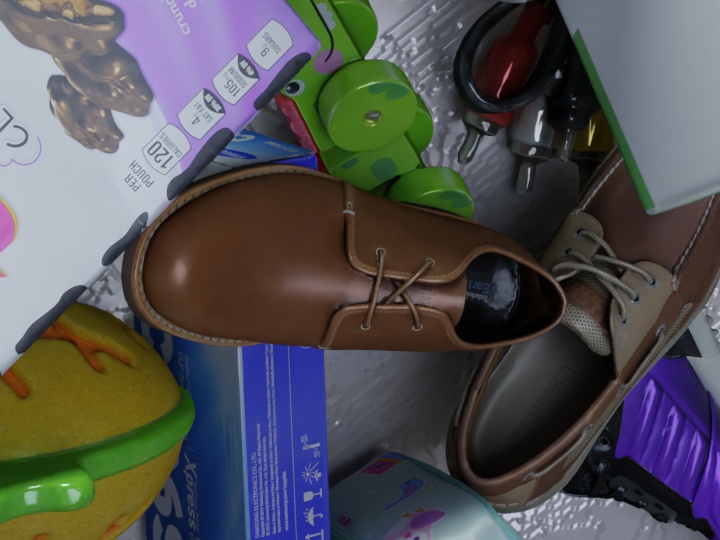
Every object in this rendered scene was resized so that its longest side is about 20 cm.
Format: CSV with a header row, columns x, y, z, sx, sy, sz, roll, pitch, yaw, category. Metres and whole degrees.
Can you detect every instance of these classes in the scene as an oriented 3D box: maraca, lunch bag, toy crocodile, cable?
x,y,z,sx,sy,sz,roll,pitch,yaw,category
-0.138,0.067,0.851,0.136,0.200,0.108,-6,99,11,maraca
0.048,0.183,0.976,0.077,0.160,0.201,-32,107,-16,lunch bag
-0.003,-0.058,0.915,0.062,0.068,0.200,-28,143,4,toy crocodile
0.091,-0.133,0.977,0.097,0.050,0.201,15,88,-28,cable

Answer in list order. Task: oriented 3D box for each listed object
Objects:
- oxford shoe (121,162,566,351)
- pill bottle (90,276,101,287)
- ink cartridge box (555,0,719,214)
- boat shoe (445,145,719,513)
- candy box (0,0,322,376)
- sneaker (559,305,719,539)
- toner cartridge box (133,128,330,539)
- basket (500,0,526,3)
x,y,z,sx,sy,sz,roll,pitch,yaw,category
0.000,0.000,0.852,0.199,0.071,0.072,1,102,-40,oxford shoe
-0.185,-0.060,0.843,0.199,0.111,0.112,21,96,-25,pill bottle
0.169,-0.124,0.879,0.200,0.084,0.145,-24,91,-45,ink cartridge box
0.102,0.017,0.949,0.075,0.072,0.201,28,90,11,boat shoe
-0.142,-0.070,0.760,0.200,0.071,0.168,-47,112,-12,candy box
0.137,0.084,1.035,0.099,0.070,0.201,-32,107,-5,sneaker
-0.056,0.043,0.927,0.043,0.095,0.201,-12,108,-32,toner cartridge box
-0.005,-0.187,0.835,0.123,0.200,0.136,9,101,-17,basket
